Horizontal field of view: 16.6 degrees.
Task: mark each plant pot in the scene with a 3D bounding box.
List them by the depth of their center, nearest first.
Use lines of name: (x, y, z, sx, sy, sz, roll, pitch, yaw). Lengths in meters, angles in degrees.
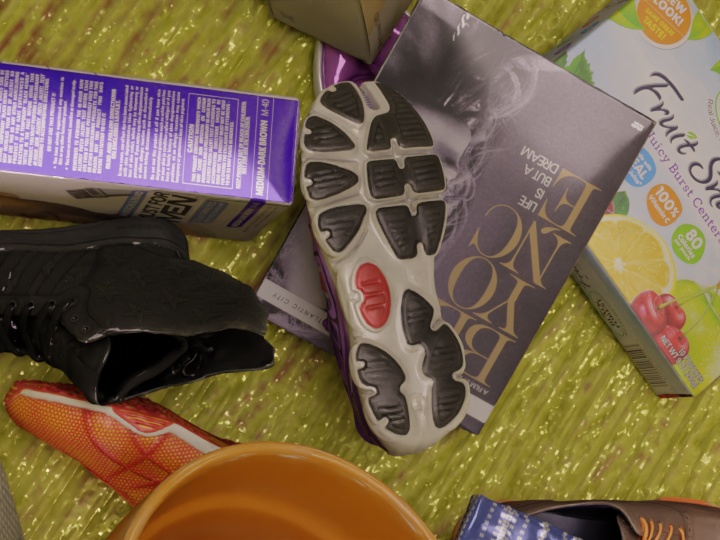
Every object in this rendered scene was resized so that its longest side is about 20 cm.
plant pot: (-0.069, 0.212, 1.232, 0.199, 0.183, 0.201, 14, 59, -25)

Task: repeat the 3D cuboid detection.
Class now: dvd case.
dvd case: (0.050, -0.031, 1.356, 0.148, 0.016, 0.201, 29, 95, -7)

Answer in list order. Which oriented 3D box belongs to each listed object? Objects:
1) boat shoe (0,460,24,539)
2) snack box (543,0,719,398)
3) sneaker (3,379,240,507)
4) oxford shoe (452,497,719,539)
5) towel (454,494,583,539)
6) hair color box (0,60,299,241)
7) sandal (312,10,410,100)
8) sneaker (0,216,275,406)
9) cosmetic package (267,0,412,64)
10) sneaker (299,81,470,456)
boat shoe: (-0.212, 0.135, 1.277, 0.062, 0.075, 0.201, -15, 100, 3)
snack box: (0.175, -0.048, 1.414, 0.142, 0.053, 0.201, -39, 98, -18)
sneaker: (-0.101, 0.115, 1.316, 0.199, 0.073, 0.078, 26, 91, -5)
oxford shoe: (0.155, 0.160, 1.372, 0.198, 0.073, 0.072, 1, 81, -15)
towel: (0.121, 0.221, 1.304, 0.199, 0.024, 0.146, 26, 71, -10)
hair color box: (-0.141, -0.063, 1.310, 0.198, 0.109, 0.065, 8, 78, -13)
sandal: (0.027, -0.060, 1.385, 0.082, 0.050, 0.204, -10, 85, -16)
sneaker: (-0.148, 0.027, 1.282, 0.198, 0.060, 0.105, -11, 43, -4)
cosmetic package: (0.023, -0.227, 1.371, 0.071, 0.105, 0.201, 27, 73, 17)
sneaker: (0.000, 0.000, 1.315, 0.080, 0.083, 0.202, -4, 83, -22)
